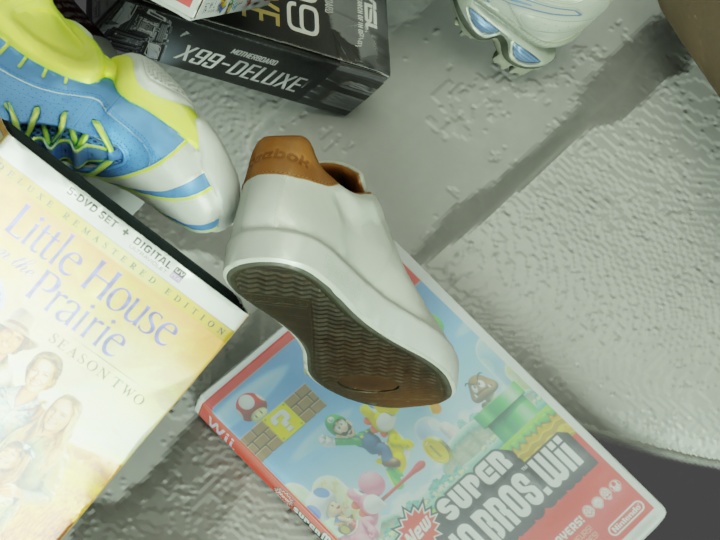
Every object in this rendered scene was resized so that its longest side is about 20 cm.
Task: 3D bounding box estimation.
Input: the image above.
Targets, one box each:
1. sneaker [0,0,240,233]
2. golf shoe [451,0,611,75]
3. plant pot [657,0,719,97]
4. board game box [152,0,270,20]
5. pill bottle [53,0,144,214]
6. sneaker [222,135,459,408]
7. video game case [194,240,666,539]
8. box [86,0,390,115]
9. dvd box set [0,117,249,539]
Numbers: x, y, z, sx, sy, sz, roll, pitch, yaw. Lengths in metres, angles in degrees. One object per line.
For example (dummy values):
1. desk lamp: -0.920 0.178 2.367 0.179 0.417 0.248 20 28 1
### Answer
1. sneaker: -0.151 -0.069 1.311 0.200 0.076 0.105 43 66 10
2. golf shoe: 0.051 -0.182 1.497 0.199 0.097 0.079 24 54 -32
3. plant pot: 0.255 -0.135 1.528 0.200 0.201 0.175 -28 55 -26
4. board game box: -0.140 -0.180 1.367 0.199 0.035 0.126 28 14 8
5. pill bottle: -0.190 -0.103 1.417 0.114 0.114 0.200 -34 74 -28
6. sneaker: 0.000 0.000 1.350 0.072 0.200 0.085 -4 64 20
7. video game case: 0.036 0.094 1.428 0.200 0.017 0.143 44 61 11
8. box: -0.065 -0.193 1.512 0.157 0.050 0.201 15 57 -28
9. dvd box set: -0.166 0.052 1.291 0.146 0.029 0.200 38 96 -25
